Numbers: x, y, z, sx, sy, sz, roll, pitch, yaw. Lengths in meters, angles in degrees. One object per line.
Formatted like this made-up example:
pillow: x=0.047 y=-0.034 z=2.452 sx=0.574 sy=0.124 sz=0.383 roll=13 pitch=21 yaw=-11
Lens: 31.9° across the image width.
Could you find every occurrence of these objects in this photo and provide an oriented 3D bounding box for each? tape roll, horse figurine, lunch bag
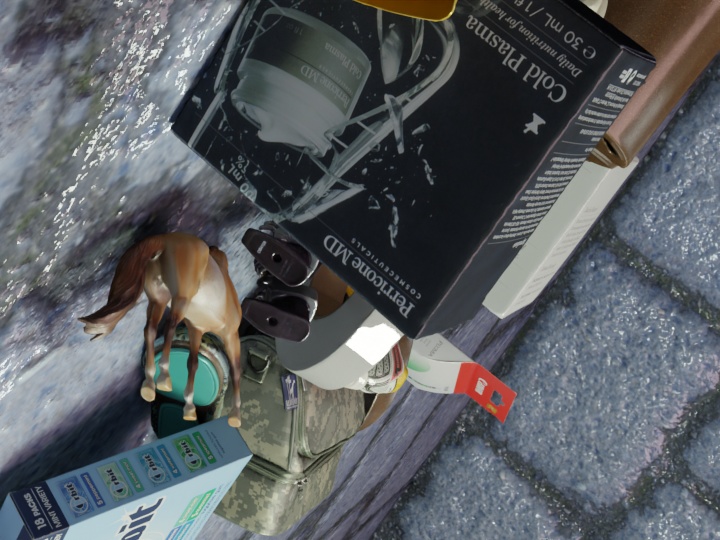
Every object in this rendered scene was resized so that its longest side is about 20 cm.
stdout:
tape roll: x=0.000 y=0.000 z=1.038 sx=0.203 sy=0.037 sz=0.204 roll=-44 pitch=-152 yaw=31
horse figurine: x=-0.117 y=0.026 z=0.842 sx=0.200 sy=0.049 sz=0.135 roll=44 pitch=43 yaw=-67
lunch bag: x=-0.079 y=0.131 z=1.181 sx=0.170 sy=0.138 sz=0.200 roll=-71 pitch=164 yaw=11

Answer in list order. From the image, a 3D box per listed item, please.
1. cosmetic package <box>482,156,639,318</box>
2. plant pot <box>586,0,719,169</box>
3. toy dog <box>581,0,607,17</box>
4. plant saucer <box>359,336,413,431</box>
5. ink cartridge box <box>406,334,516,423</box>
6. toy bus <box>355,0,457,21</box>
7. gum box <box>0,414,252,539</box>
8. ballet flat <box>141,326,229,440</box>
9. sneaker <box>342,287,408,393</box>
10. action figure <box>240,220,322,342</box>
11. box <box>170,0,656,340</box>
cosmetic package: x=0.159 y=-0.086 z=1.315 sx=0.201 sy=0.167 sz=0.166 roll=-55 pitch=167 yaw=15
plant pot: x=0.211 y=-0.208 z=1.048 sx=0.199 sy=0.199 sz=0.200 roll=-55 pitch=168 yaw=-3
toy dog: x=0.126 y=-0.215 z=0.920 sx=0.201 sy=0.139 sz=0.194 roll=-55 pitch=180 yaw=19
plant saucer: x=0.016 y=0.073 z=1.307 sx=0.200 sy=0.032 sz=0.203 roll=-165 pitch=-90 yaw=-75
ink cartridge box: x=0.111 y=0.139 z=1.698 sx=0.050 sy=0.199 sz=0.161 roll=-46 pitch=166 yaw=-15
toy bus: x=0.025 y=-0.241 z=0.534 sx=0.193 sy=0.134 sz=0.201 roll=-60 pitch=169 yaw=-22
gum box: x=-0.201 y=0.203 z=0.992 sx=0.199 sy=0.045 sz=0.170 roll=-17 pitch=152 yaw=-42
ballet flat: x=-0.137 y=0.083 z=1.012 sx=0.074 sy=0.074 sz=0.201 roll=-43 pitch=167 yaw=-31
sneaker: x=0.007 y=0.028 z=1.150 sx=0.078 sy=0.081 sz=0.202 roll=-43 pitch=-146 yaw=44
action figure: x=-0.043 y=-0.027 z=0.988 sx=0.200 sy=0.069 sz=0.131 roll=-65 pitch=176 yaw=-66
box: x=0.031 y=-0.103 z=0.743 sx=0.198 sy=0.199 sz=0.124 roll=-55 pitch=165 yaw=18
